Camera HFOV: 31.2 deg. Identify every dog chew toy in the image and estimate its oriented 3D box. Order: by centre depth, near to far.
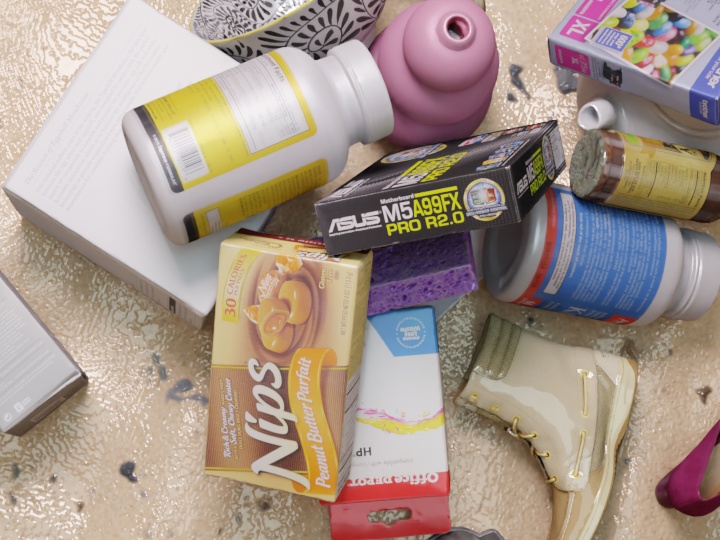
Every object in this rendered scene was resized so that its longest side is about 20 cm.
[{"bbox_3d":[0.066,-0.177,1.121,0.123,0.200,0.126,1,82,-7],"label":"dog chew toy"}]

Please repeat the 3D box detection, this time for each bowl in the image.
[{"bbox_3d":[-0.046,-0.231,1.148,0.200,0.200,0.095,-41,123,-11],"label":"bowl"}]

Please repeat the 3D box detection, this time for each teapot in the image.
[{"bbox_3d":[0.303,-0.173,1.179,0.195,0.146,0.202,22,78,-4],"label":"teapot"}]

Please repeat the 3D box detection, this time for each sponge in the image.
[{"bbox_3d":[0.000,0.000,1.106,0.197,0.112,0.030,-13,119,9],"label":"sponge"}]

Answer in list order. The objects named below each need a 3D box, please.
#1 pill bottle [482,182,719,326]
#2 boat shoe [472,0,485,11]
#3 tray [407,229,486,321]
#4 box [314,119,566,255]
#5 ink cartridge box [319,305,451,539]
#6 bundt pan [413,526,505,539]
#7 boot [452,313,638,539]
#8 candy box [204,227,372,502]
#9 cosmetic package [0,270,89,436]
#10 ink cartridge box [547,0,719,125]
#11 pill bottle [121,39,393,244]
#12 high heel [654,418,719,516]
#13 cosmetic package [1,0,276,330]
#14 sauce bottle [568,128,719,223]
[{"bbox_3d":[0.218,-0.011,1.153,0.198,0.112,0.114,11,80,-17],"label":"pill bottle"},{"bbox_3d":[0.044,-0.307,1.207,0.065,0.072,0.201,-34,81,-5],"label":"boat shoe"},{"bbox_3d":[0.052,-0.009,1.184,0.200,0.022,0.108,-42,87,-11],"label":"tray"},{"bbox_3d":[0.071,-0.070,1.043,0.158,0.200,0.045,-9,103,22],"label":"box"},{"bbox_3d":[0.017,0.136,1.117,0.115,0.067,0.203,-6,88,3],"label":"ink cartridge box"},{"bbox_3d":[0.099,0.326,1.111,0.199,0.076,0.205,1,82,-7],"label":"bundt pan"},{"bbox_3d":[0.151,0.151,1.145,0.154,0.073,0.202,19,78,-4],"label":"boot"},{"bbox_3d":[-0.059,0.076,1.039,0.114,0.055,0.203,10,108,13],"label":"candy box"},{"bbox_3d":[-0.325,0.039,1.087,0.090,0.107,0.201,-37,89,-11],"label":"cosmetic package"},{"bbox_3d":[0.273,-0.196,1.096,0.199,0.042,0.120,29,68,29],"label":"ink cartridge box"},{"bbox_3d":[-0.079,-0.107,1.014,0.198,0.112,0.113,-24,85,-11],"label":"pill bottle"},{"bbox_3d":[0.354,0.149,1.159,0.067,0.096,0.200,45,79,1],"label":"high heel"},{"bbox_3d":[-0.167,-0.089,1.117,0.199,0.123,0.201,33,79,-3],"label":"cosmetic package"},{"bbox_3d":[0.279,-0.076,1.122,0.198,0.065,0.066,10,80,-22],"label":"sauce bottle"}]
